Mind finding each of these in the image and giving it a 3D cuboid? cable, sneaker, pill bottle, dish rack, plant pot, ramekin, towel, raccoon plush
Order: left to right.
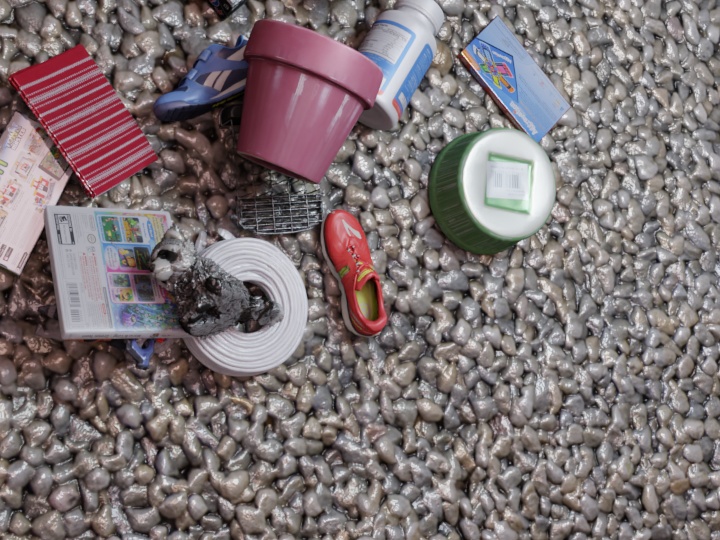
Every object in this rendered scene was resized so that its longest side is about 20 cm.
[{"bbox_3d":[-0.387,-0.212,1.443,0.202,0.022,0.144,56,43,-8],"label":"towel"},{"bbox_3d":[-0.226,-0.281,1.512,0.198,0.074,0.083,-31,96,-29],"label":"sneaker"},{"bbox_3d":[-0.209,0.020,1.417,0.097,0.199,0.135,-42,60,12],"label":"raccoon plush"},{"bbox_3d":[-0.168,0.052,1.493,0.197,0.069,0.203,23,74,-18],"label":"cable"},{"bbox_3d":[-0.129,-0.155,1.544,0.150,0.054,0.204,-5,88,-19],"label":"dish rack"},{"bbox_3d":[-0.087,-0.228,1.447,0.197,0.200,0.182,20,90,-17],"label":"plant pot"},{"bbox_3d":[0.000,0.000,1.557,0.076,0.085,0.204,-18,91,-22],"label":"sneaker"},{"bbox_3d":[0.052,-0.330,1.599,0.111,0.112,0.202,34,74,-14],"label":"pill bottle"},{"bbox_3d":[0.216,-0.131,1.645,0.196,0.097,0.204,2,84,-20],"label":"ramekin"}]

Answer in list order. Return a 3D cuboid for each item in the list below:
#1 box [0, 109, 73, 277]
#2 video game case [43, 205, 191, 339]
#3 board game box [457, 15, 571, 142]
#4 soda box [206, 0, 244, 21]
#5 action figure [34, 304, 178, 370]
[{"bbox_3d":[-0.473,-0.106,1.417,0.109,0.035,0.203,28,75,-16],"label":"box"},{"bbox_3d":[-0.330,0.002,1.400,0.179,0.024,0.203,2,56,-32],"label":"video game case"},{"bbox_3d":[0.259,-0.317,1.724,0.103,0.019,0.201,-45,100,-20],"label":"board game box"},{"bbox_3d":[-0.152,-0.470,1.558,0.200,0.071,0.064,-44,101,-19],"label":"soda box"},{"bbox_3d":[-0.341,0.053,1.439,0.191,0.104,0.203,26,46,-23],"label":"action figure"}]
